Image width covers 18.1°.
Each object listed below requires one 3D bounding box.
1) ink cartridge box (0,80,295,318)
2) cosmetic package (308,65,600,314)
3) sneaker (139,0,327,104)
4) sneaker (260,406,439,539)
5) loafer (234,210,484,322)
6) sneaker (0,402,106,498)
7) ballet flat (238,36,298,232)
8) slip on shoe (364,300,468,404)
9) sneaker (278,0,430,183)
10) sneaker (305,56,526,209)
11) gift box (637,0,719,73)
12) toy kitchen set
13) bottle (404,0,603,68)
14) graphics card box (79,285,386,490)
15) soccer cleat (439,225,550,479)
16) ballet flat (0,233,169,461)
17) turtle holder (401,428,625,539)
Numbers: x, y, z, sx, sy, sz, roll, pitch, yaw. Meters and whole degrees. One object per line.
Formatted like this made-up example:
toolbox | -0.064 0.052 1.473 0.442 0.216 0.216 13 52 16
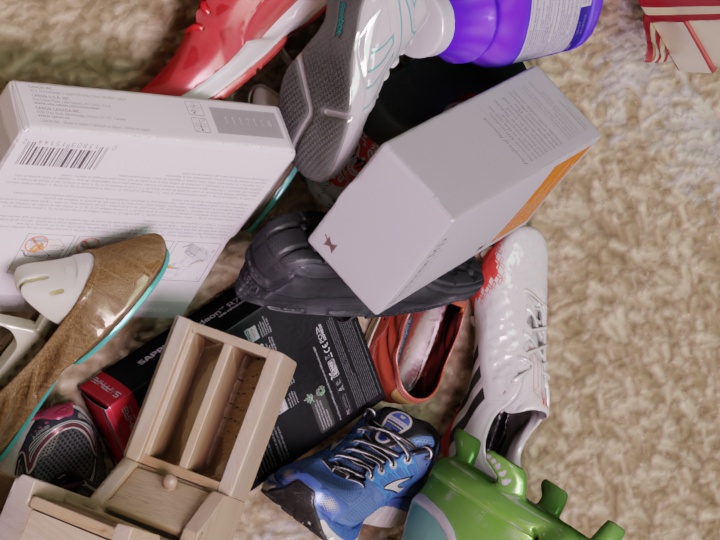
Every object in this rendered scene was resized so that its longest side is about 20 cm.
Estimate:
ink cartridge box | -0.167 -0.042 1.457 0.199 0.045 0.176 3 140 -36
cosmetic package | 0.065 -0.056 1.503 0.200 0.071 0.102 -30 164 -50
sneaker | -0.092 -0.190 1.480 0.200 0.078 0.116 -42 105 -14
sneaker | -0.001 0.135 1.587 0.090 0.078 0.200 -59 163 15
loafer | 0.000 0.000 1.540 0.200 0.068 0.070 4 142 -42
sneaker | -0.191 0.185 1.515 0.080 0.075 0.202 -15 112 -31
ballet flat | -0.043 -0.120 1.537 0.064 0.067 0.201 38 81 -9
slip on shoe | 0.056 0.005 1.637 0.074 0.061 0.201 15 96 -36
sneaker | 0.005 -0.148 1.457 0.080 0.070 0.201 -10 126 -44
sneaker | 0.036 -0.103 1.591 0.108 0.067 0.201 -48 171 35
gift box | 0.275 -0.249 1.625 0.200 0.186 0.185 -54 130 -27
toy kitchen set | -0.166 0.100 1.406 0.200 0.162 0.182 45 65 -73
bottle | 0.094 -0.183 1.564 0.199 0.065 0.084 -20 124 -50
graphics card box | -0.086 0.085 1.571 0.199 0.051 0.126 -34 121 -21
soccer cleat | 0.114 0.069 1.683 0.068 0.085 0.202 8 101 -36
ballet flat | -0.209 0.040 1.445 0.072 0.068 0.200 37 104 -27
turtle holder | 0.105 0.209 1.577 0.141 0.185 0.132 33 89 -48
